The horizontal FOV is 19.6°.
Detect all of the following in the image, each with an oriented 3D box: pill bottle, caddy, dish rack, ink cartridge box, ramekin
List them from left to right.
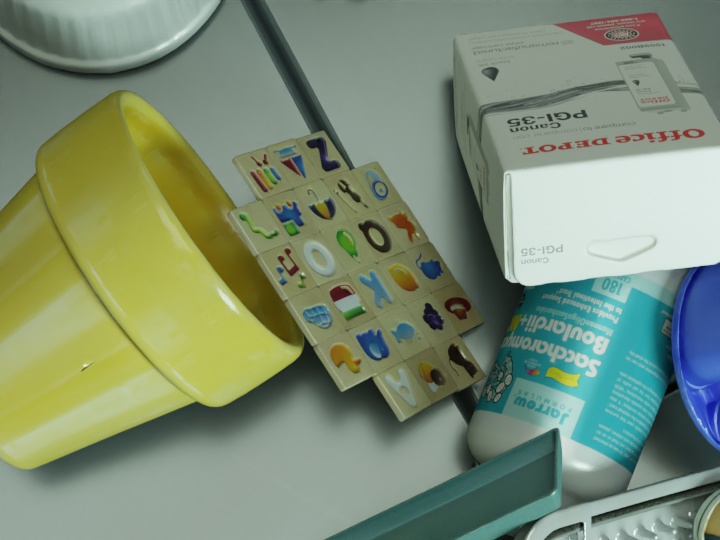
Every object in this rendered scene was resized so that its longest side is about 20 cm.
[{"bbox_3d":[-0.181,-0.242,1.405,0.202,0.094,0.202,0,79,-2],"label":"ramekin"},{"bbox_3d":[0.138,0.078,1.350,0.111,0.111,0.200,22,79,2],"label":"pill bottle"},{"bbox_3d":[0.146,-0.082,1.335,0.146,0.200,0.083,-7,121,-4],"label":"ink cartridge box"},{"bbox_3d":[0.172,0.213,1.312,0.200,0.044,0.172,-11,103,-29],"label":"dish rack"},{"bbox_3d":[0.277,0.033,1.343,0.200,0.105,0.141,-46,114,-37],"label":"caddy"}]

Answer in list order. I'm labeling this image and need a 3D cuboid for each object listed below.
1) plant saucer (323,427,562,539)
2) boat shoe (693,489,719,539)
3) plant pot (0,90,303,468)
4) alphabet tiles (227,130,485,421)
[{"bbox_3d":[0.040,0.162,1.287,0.200,0.070,0.019,-27,113,20],"label":"plant saucer"},{"bbox_3d":[0.271,0.224,1.314,0.075,0.062,0.200,-37,117,-22],"label":"boat shoe"},{"bbox_3d":[-0.168,0.020,1.311,0.189,0.201,0.201,-33,82,8],"label":"plant pot"},{"bbox_3d":[0.000,0.000,1.353,0.006,0.166,0.200,-39,80,36],"label":"alphabet tiles"}]
